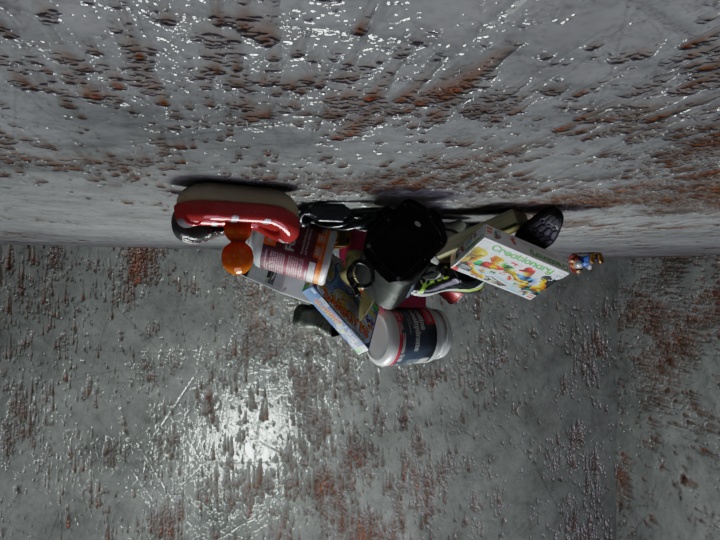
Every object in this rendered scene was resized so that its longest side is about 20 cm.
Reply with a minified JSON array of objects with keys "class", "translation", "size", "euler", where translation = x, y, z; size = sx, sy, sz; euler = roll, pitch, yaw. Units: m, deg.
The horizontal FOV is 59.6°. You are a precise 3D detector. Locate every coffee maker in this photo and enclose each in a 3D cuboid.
[{"class":"coffee maker","translation":[0.046,-0.014,1.137],"size":[0.187,0.138,0.201],"euler":[-19,165,-11]}]

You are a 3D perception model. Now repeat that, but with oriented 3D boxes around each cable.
[{"class":"cable","translation":[-0.021,-0.097,1.213],"size":[0.193,0.053,0.163],"euler":[0,179,1]}]

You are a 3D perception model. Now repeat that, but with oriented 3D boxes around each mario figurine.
[{"class":"mario figurine","translation":[1.060,-0.024,2.975],"size":[0.122,0.108,0.199],"euler":[36,163,-10]}]

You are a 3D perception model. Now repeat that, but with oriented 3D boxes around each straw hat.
[{"class":"straw hat","translation":[0.000,0.000,1.332],"size":[0.083,0.206,0.201],"euler":[22,177,-5]}]

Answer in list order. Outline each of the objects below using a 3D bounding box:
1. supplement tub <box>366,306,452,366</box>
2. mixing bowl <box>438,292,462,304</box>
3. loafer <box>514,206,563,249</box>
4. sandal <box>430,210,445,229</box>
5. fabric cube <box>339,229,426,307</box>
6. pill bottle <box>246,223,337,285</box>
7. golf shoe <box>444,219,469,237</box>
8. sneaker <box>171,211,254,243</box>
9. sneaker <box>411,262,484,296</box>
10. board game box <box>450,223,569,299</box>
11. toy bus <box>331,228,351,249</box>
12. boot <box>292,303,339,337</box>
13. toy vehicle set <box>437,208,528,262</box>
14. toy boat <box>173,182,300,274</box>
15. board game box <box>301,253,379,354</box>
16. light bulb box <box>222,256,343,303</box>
[{"class":"supplement tub","translation":[0.118,0.162,1.573],"size":[0.195,0.146,0.139],"euler":[1,179,-33]},{"class":"mixing bowl","translation":[0.216,-0.030,1.583],"size":[0.106,0.206,0.200],"euler":[21,176,-8]},{"class":"loafer","translation":[0.336,-0.068,1.233],"size":[0.067,0.071,0.202],"euler":[29,148,2]},{"class":"sandal","translation":[0.139,-0.093,1.252],"size":[0.047,0.077,0.201],"euler":[-24,-175,5]},{"class":"fabric cube","translation":[0.051,-0.014,1.586],"size":[0.193,0.207,0.196],"euler":[1,180,-13]},{"class":"pill bottle","translation":[-0.152,-0.051,1.273],"size":[0.194,0.118,0.114],"euler":[15,178,-3]},{"class":"golf shoe","translation":[0.158,-0.084,1.393],"size":[0.196,0.090,0.077],"euler":[-25,-175,-28]},{"class":"sneaker","translation":[-0.228,-0.097,1.108],"size":[0.113,0.078,0.198],"euler":[-6,-174,36]},{"class":"sneaker","translation":[0.179,0.005,1.330],"size":[0.193,0.074,0.083],"euler":[-3,155,-6]},{"class":"board game box","translation":[0.289,-0.013,1.222],"size":[0.195,0.035,0.126],"euler":[20,147,-16]},{"class":"toy bus","translation":[-0.067,-0.086,1.482],"size":[0.076,0.067,0.200],"euler":[1,179,-10]},{"class":"boot","translation":[-0.071,0.116,1.549],"size":[0.127,0.070,0.199],"euler":[17,-161,21]},{"class":"toy vehicle set","translation":[0.238,-0.067,1.276],"size":[0.196,0.027,0.123],"euler":[-25,169,25]},{"class":"toy boat","translation":[-0.189,-0.061,0.980],"size":[0.195,0.136,0.129],"euler":[1,179,-30]},{"class":"board game box","translation":[-0.039,0.067,1.389],"size":[0.034,0.201,0.137],"euler":[-25,-152,31]},{"class":"light bulb box","translation":[-0.180,-0.015,1.479],"size":[0.196,0.128,0.197],"euler":[20,177,33]}]
